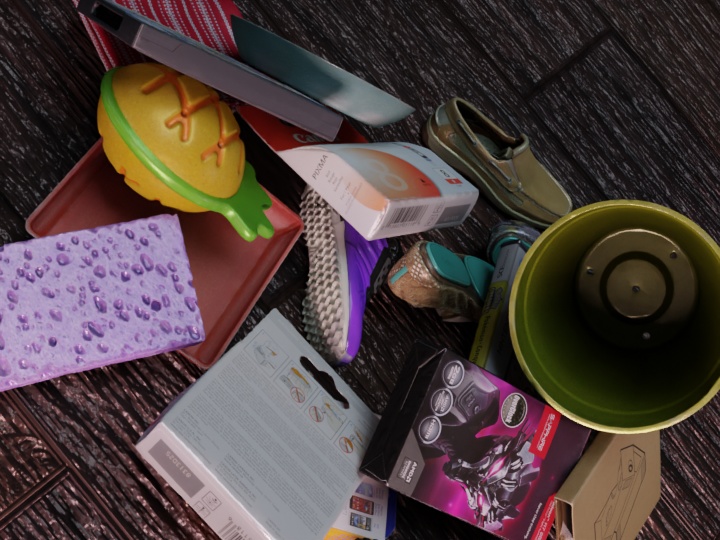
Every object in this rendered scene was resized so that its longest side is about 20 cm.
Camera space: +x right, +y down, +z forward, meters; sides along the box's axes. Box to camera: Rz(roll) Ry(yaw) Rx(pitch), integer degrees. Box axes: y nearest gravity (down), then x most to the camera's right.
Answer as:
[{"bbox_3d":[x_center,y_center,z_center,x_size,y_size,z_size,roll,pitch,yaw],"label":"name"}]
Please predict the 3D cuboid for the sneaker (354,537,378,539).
[{"bbox_3d":[0.055,0.287,1.012,0.198,0.078,0.083,20,91,-34],"label":"sneaker"}]

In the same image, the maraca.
[{"bbox_3d":[-0.147,-0.101,1.027,0.200,0.107,0.138,40,27,-30],"label":"maraca"}]

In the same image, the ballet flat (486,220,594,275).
[{"bbox_3d":[0.214,0.010,1.273,0.200,0.072,0.073,38,49,-18],"label":"ballet flat"}]

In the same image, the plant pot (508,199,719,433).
[{"bbox_3d":[0.253,0.029,1.103,0.201,0.200,0.193,54,18,5],"label":"plant pot"}]

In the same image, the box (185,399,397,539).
[{"bbox_3d":[-0.047,0.167,1.027,0.198,0.041,0.120,20,55,-21],"label":"box"}]

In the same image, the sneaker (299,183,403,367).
[{"bbox_3d":[0.000,0.000,1.135,0.098,0.069,0.203,14,58,-29],"label":"sneaker"}]

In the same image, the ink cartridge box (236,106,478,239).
[{"bbox_3d":[0.000,-0.115,1.139,0.200,0.050,0.161,47,30,22],"label":"ink cartridge box"}]

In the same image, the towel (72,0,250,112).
[{"bbox_3d":[-0.171,-0.215,1.148,0.199,0.022,0.146,-9,64,-48],"label":"towel"}]

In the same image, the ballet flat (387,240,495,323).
[{"bbox_3d":[0.089,0.017,1.178,0.199,0.065,0.071,25,41,-52],"label":"ballet flat"}]

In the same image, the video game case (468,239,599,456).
[{"bbox_3d":[0.181,0.102,1.171,0.200,0.025,0.182,48,45,-29],"label":"video game case"}]

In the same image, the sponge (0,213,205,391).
[{"bbox_3d":[-0.231,0.026,0.955,0.198,0.030,0.113,-12,81,-26],"label":"sponge"}]

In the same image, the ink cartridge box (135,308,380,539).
[{"bbox_3d":[-0.074,0.141,0.984,0.162,0.050,0.200,46,32,-2],"label":"ink cartridge box"}]

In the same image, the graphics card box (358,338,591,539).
[{"bbox_3d":[0.104,0.156,1.031,0.199,0.051,0.127,30,81,-32],"label":"graphics card box"}]

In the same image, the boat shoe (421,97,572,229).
[{"bbox_3d":[0.164,-0.118,1.306,0.199,0.076,0.072,31,51,-15],"label":"boat shoe"}]

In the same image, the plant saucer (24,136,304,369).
[{"bbox_3d":[-0.173,-0.033,1.061,0.199,0.037,0.201,39,49,-9],"label":"plant saucer"}]

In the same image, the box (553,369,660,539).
[{"bbox_3d":[0.240,0.217,1.131,0.200,0.021,0.165,-42,134,-41],"label":"box"}]

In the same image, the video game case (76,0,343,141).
[{"bbox_3d":[-0.134,-0.181,1.030,0.198,0.026,0.181,22,9,-33],"label":"video game case"}]

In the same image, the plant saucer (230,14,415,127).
[{"bbox_3d":[-0.042,-0.184,1.130,0.198,0.200,0.036,25,97,-19],"label":"plant saucer"}]
